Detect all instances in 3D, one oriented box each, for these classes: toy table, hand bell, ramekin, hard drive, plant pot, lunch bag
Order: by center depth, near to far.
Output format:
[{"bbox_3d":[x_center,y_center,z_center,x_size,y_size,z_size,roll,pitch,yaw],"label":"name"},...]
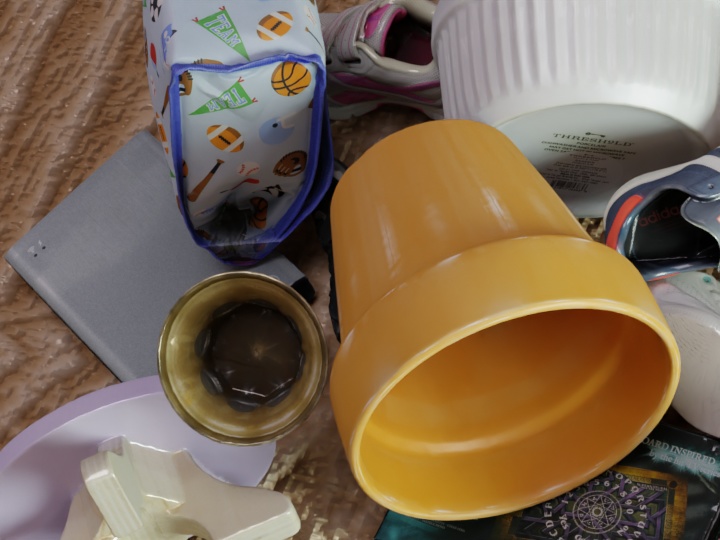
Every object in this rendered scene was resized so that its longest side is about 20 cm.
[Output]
[{"bbox_3d":[0.065,0.016,1.329,0.200,0.200,0.184,-25,52,6],"label":"plant pot"},{"bbox_3d":[-0.138,0.157,1.390,0.200,0.184,0.117,-32,36,7],"label":"toy table"},{"bbox_3d":[-0.054,0.045,1.413,0.104,0.200,0.105,1,94,10],"label":"hand bell"},{"bbox_3d":[0.145,-0.114,1.423,0.199,0.200,0.105,-8,64,18],"label":"ramekin"},{"bbox_3d":[-0.082,-0.126,1.490,0.123,0.200,0.170,-3,50,-8],"label":"lunch bag"},{"bbox_3d":[-0.142,0.004,1.563,0.140,0.033,0.200,-43,54,-8],"label":"hard drive"}]

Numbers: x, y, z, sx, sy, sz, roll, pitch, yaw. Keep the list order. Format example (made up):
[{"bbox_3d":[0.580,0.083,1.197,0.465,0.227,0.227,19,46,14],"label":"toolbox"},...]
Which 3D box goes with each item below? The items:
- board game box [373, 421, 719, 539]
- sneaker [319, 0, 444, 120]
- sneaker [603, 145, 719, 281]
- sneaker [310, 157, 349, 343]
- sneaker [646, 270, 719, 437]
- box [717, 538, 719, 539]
[{"bbox_3d":[0.124,0.142,1.368,0.199,0.028,0.136,16,65,30],"label":"board game box"},{"bbox_3d":[0.012,-0.158,1.568,0.199,0.088,0.082,6,62,26],"label":"sneaker"},{"bbox_3d":[0.235,-0.045,1.333,0.200,0.075,0.085,-30,15,23],"label":"sneaker"},{"bbox_3d":[0.000,0.000,1.485,0.088,0.076,0.200,-45,54,-2],"label":"sneaker"},{"bbox_3d":[0.207,0.035,1.375,0.088,0.075,0.200,-20,39,-36],"label":"sneaker"},{"bbox_3d":[0.288,0.161,1.245,0.200,0.103,0.095,-37,53,-5],"label":"box"}]
